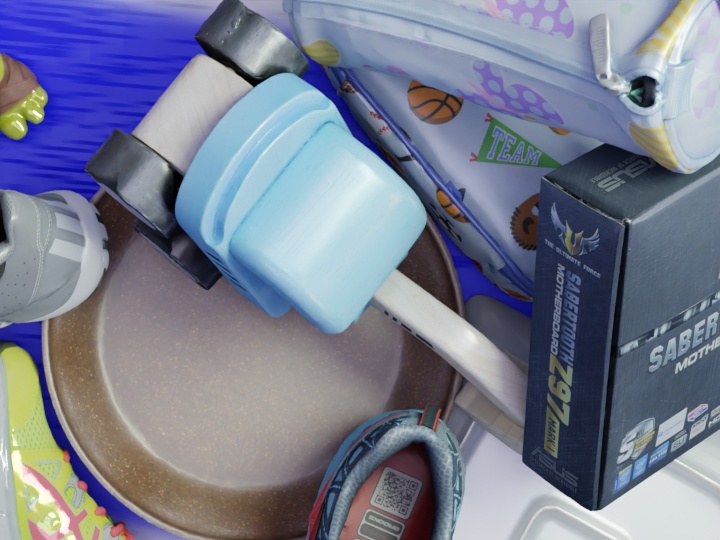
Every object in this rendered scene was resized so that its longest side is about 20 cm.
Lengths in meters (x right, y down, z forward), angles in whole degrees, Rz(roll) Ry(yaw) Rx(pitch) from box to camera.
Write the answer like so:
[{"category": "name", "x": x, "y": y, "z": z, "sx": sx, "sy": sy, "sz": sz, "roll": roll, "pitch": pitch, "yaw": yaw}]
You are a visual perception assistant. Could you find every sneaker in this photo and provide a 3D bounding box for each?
[{"category": "sneaker", "x": -0.007, "y": 0.152, "z": 0.874, "sx": 0.079, "sy": 0.096, "sz": 0.200, "roll": 16, "pitch": 78, "yaw": -1}, {"category": "sneaker", "x": -0.221, "y": 0.006, "z": 0.883, "sx": 0.200, "sy": 0.115, "sz": 0.075, "roll": -25, "pitch": 73, "yaw": 14}, {"category": "sneaker", "x": -0.142, "y": 0.130, "z": 0.939, "sx": 0.090, "sy": 0.078, "sz": 0.201, "roll": -9, "pitch": 88, "yaw": -26}]

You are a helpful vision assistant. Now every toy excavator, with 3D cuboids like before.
[{"category": "toy excavator", "x": 0.000, "y": 0.000, "z": 0.879, "sx": 0.200, "sy": 0.194, "sz": 0.100, "roll": 37, "pitch": 83, "yaw": 23}]

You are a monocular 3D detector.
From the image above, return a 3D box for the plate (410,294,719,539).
[{"category": "plate", "x": 0.096, "y": 0.143, "z": 0.966, "sx": 0.199, "sy": 0.032, "sz": 0.200, "roll": 29, "pitch": 90, "yaw": -4}]

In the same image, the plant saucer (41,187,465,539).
[{"category": "plant saucer", "x": -0.051, "y": 0.031, "z": 0.947, "sx": 0.200, "sy": 0.037, "sz": 0.201, "roll": 0, "pitch": 87, "yaw": -7}]

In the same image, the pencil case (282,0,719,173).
[{"category": "pencil case", "x": 0.065, "y": -0.101, "z": 0.811, "sx": 0.091, "sy": 0.200, "sz": 0.083, "roll": -39, "pitch": 136, "yaw": -37}]

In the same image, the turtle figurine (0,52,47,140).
[{"category": "turtle figurine", "x": -0.211, "y": -0.081, "z": 0.878, "sx": 0.064, "sy": 0.161, "sz": 0.200, "roll": 31, "pitch": 83, "yaw": 19}]

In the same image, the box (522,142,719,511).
[{"category": "box", "x": 0.159, "y": -0.005, "z": 0.875, "sx": 0.200, "sy": 0.051, "sz": 0.158, "roll": -28, "pitch": 134, "yaw": -33}]

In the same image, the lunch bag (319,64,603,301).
[{"category": "lunch bag", "x": 0.081, "y": -0.096, "z": 0.940, "sx": 0.160, "sy": 0.076, "sz": 0.200, "roll": -39, "pitch": 94, "yaw": -4}]
